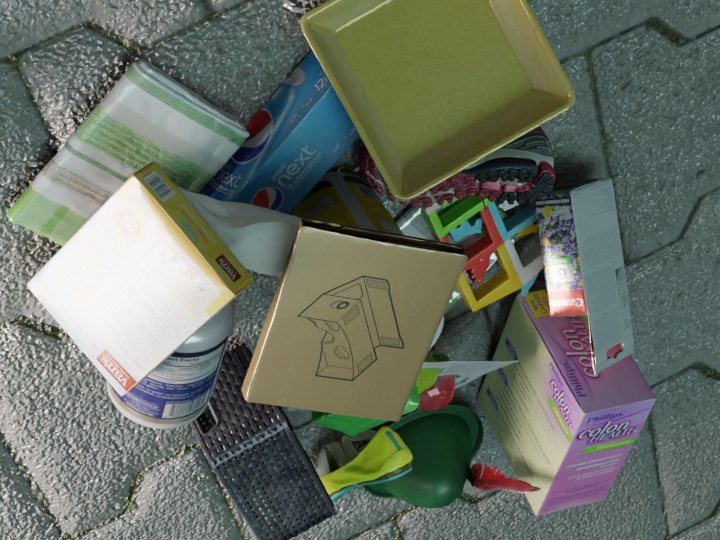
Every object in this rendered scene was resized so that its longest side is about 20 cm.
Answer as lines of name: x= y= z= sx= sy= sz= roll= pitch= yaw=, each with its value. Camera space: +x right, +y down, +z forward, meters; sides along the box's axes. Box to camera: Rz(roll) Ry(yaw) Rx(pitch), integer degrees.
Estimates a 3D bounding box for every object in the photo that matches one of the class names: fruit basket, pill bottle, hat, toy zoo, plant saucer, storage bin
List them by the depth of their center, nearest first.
plant saucer: x=0.072 y=-0.198 z=1.603 sx=0.200 sy=0.048 sz=0.200 roll=-30 pitch=100 yaw=-2
pill bottle: x=-0.185 y=0.058 z=1.686 sx=0.111 sy=0.111 sz=0.200 roll=-6 pitch=142 yaw=-24
pill bottle: x=0.000 y=0.000 z=1.700 sx=0.114 sy=0.200 sz=0.115 roll=-15 pitch=133 yaw=-17
toy zoo: x=0.150 y=-0.039 z=1.845 sx=0.131 sy=0.020 sz=0.200 roll=-34 pitch=133 yaw=-8
storage bin: x=-0.114 y=0.194 z=1.848 sx=0.094 sy=0.135 sz=0.200 roll=-28 pitch=135 yaw=-4
fruit basket: x=0.045 y=0.120 z=1.888 sx=0.200 sy=0.094 sz=0.185 roll=-5 pitch=165 yaw=-39
hat: x=0.102 y=0.269 z=1.988 sx=0.165 sy=0.176 sz=0.200 roll=-21 pitch=142 yaw=-8

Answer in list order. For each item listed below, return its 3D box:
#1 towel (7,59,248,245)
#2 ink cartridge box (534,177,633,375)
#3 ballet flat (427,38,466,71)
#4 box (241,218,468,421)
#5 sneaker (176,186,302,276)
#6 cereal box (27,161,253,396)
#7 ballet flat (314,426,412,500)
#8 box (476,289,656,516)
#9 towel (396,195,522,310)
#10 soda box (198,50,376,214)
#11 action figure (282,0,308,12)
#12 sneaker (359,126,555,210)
towel: x=-0.221 y=-0.097 z=1.612 sx=0.200 sy=0.031 sz=0.149 roll=-45 pitch=132 yaw=16
ink cartridge box: x=0.244 y=0.005 z=1.846 sx=0.109 sy=0.050 sz=0.201 roll=-18 pitch=102 yaw=-56
ballet flat: x=0.097 y=-0.203 z=1.673 sx=0.073 sy=0.073 sz=0.200 roll=-43 pitch=134 yaw=11
box: x=-0.008 y=0.050 z=1.586 sx=0.163 sy=0.021 sz=0.200 roll=9 pitch=122 yaw=-20
sneaker: x=-0.132 y=-0.038 z=1.604 sx=0.199 sy=0.088 sz=0.075 roll=13 pitch=105 yaw=8
cereal box: x=-0.207 y=0.011 z=1.572 sx=0.200 sy=0.144 sz=0.040 roll=-39 pitch=-178 yaw=39
ballet flat: x=-0.012 y=0.225 z=1.968 sx=0.067 sy=0.067 sz=0.200 roll=-28 pitch=179 yaw=-40
box: x=0.232 y=0.148 z=1.953 sx=0.096 sy=0.176 sz=0.200 roll=-10 pitch=141 yaw=-21
towel: x=0.074 y=-0.005 z=1.859 sx=0.200 sy=0.031 sz=0.149 roll=-45 pitch=135 yaw=11
soda box: x=-0.078 y=-0.112 z=1.657 sx=0.068 sy=0.064 sz=0.200 roll=29 pitch=110 yaw=-41
action figure: x=-0.054 y=-0.290 z=1.494 sx=0.199 sy=0.102 sz=0.119 roll=2 pitch=125 yaw=-26
sneaker: x=0.097 y=-0.113 z=1.742 sx=0.199 sy=0.075 sz=0.081 roll=2 pitch=148 yaw=-5
